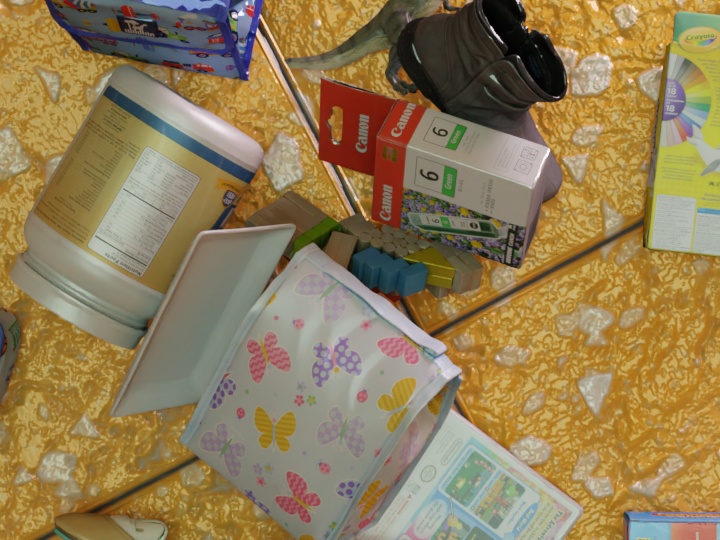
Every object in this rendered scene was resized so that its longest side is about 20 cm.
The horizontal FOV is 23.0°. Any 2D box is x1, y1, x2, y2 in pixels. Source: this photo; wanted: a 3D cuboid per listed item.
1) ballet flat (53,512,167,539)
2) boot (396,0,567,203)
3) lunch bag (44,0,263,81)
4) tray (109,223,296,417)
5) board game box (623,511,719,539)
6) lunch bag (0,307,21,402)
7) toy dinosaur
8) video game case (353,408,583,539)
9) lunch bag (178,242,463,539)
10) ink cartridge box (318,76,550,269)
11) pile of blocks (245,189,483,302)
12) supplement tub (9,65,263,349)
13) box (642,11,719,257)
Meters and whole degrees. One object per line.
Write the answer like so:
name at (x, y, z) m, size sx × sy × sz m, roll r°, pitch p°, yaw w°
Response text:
ballet flat at (-0.166, 0.249, 1.510) m, size 0.200 × 0.069 × 0.063 m, roll 35°, pitch 84°, yaw -6°
boot at (0.123, -0.131, 1.423) m, size 0.200 × 0.132 × 0.070 m, roll 47°, pitch 64°, yaw -21°
lunch bag at (-0.166, -0.220, 1.430) m, size 0.150 × 0.200 × 0.094 m, roll 11°, pitch 91°, yaw 4°
tray at (-0.135, 0.037, 1.452) m, size 0.022 × 0.107 × 0.200 m, roll 47°, pitch 124°, yaw 29°
board game box at (0.319, 0.303, 1.478) m, size 0.195 × 0.056 × 0.201 m, roll 1°, pitch 91°, yaw 4°
lunch bag at (-0.396, 0.080, 1.515) m, size 0.199 × 0.076 × 0.161 m, roll 23°, pitch 94°, yaw 4°
toy dinosaur at (0.041, -0.199, 1.497) m, size 0.200 × 0.047 × 0.088 m, roll -35°, pitch 84°, yaw 6°
video game case at (0.059, 0.229, 1.511) m, size 0.182 × 0.024 × 0.200 m, roll 37°, pitch 92°, yaw 2°
lunch bag at (-0.022, 0.102, 1.432) m, size 0.169 × 0.127 × 0.200 m, roll 36°, pitch 119°, yaw 15°
ink cartridge box at (0.050, -0.080, 1.451) m, size 0.199 × 0.109 × 0.050 m, roll 19°, pitch 55°, yaw 11°
pile of blocks at (0.000, 0.000, 1.485) m, size 0.199 × 0.082 × 0.062 m, roll 16°, pitch 131°, yaw 8°
supplement tub at (-0.187, -0.051, 1.463) m, size 0.144 × 0.145 × 0.200 m, roll 32°, pitch 93°, yaw 3°
box at (0.304, -0.111, 1.478) m, size 0.117 × 0.048 × 0.201 m, roll 7°, pitch 94°, yaw 4°
